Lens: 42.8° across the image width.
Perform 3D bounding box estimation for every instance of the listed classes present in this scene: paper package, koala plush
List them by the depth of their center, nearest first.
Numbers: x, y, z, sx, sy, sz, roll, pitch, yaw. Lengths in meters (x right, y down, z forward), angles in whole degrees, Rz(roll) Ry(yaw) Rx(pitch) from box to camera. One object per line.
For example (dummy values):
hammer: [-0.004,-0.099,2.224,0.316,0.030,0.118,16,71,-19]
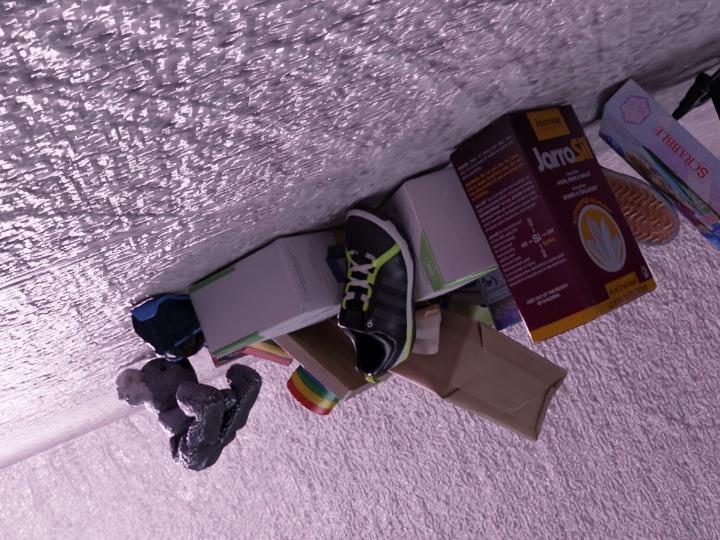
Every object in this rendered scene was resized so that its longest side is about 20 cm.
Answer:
paper package: [0.130,0.120,1.192,0.190,0.104,0.200,28,175,-32]
koala plush: [-0.306,0.220,1.559,0.177,0.199,0.185,-16,132,-61]

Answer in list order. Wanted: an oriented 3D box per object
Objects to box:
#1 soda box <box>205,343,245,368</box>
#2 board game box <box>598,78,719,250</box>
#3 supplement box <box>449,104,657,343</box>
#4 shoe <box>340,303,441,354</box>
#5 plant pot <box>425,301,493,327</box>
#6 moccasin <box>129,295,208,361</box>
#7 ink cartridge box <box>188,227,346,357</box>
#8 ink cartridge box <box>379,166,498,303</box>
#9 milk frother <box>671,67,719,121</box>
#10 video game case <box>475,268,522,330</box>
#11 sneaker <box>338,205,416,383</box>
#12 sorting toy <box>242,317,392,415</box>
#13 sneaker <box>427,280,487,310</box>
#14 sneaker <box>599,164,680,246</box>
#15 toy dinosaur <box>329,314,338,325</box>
soda box: [-0.207,0.106,1.443,0.070,0.064,0.200,-22,174,-13]
board game box: [0.344,-0.107,0.993,0.041,0.200,0.200,-45,170,9]
supplement box: [0.184,-0.048,0.881,0.110,0.201,0.086,-18,172,-43]
shoe: [0.034,0.073,1.110,0.070,0.054,0.200,-21,-174,-27]
plant pot: [0.170,-0.019,1.327,0.199,0.201,0.190,-17,159,-46]
moccasin: [-0.213,0.072,1.064,0.080,0.069,0.200,-24,175,11]
ink cartridge box: [-0.073,0.019,1.055,0.145,0.088,0.200,-26,172,32]
ink cartridge box: [0.073,-0.030,1.023,0.067,0.118,0.200,-20,174,-13]
milk frother: [0.452,-0.160,0.983,0.180,0.189,0.200,-23,175,5]
video game case: [0.193,-0.044,1.049,0.045,0.182,0.200,-20,174,-35]
sneaker: [0.014,0.032,0.976,0.071,0.201,0.083,10,-145,38]
sorting toy: [-0.074,0.105,1.223,0.070,0.200,0.199,-53,167,13]
sneaker: [0.165,-0.001,1.213,0.199,0.085,0.077,-25,-161,35]
sneaker: [0.289,-0.094,1.106,0.072,0.199,0.080,-64,169,16]
toy dinosaur: [0.000,0.000,1.225,0.135,0.086,0.200,-30,180,-3]
